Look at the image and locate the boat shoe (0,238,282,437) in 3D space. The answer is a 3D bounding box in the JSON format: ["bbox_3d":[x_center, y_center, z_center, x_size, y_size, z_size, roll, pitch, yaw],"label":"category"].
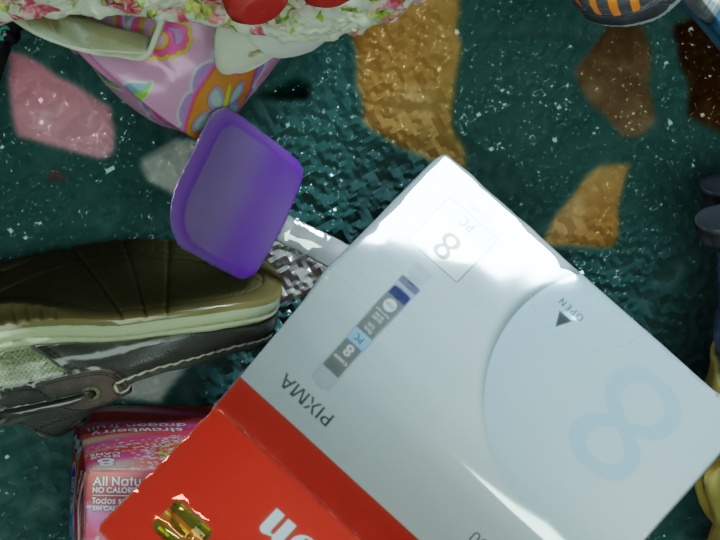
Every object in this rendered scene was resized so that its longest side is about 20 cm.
[{"bbox_3d":[-0.130,0.035,1.158,0.201,0.072,0.066,-8,117,-10],"label":"boat shoe"}]

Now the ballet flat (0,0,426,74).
[{"bbox_3d":[-0.066,-0.107,1.057,0.200,0.076,0.064,9,120,10],"label":"ballet flat"}]

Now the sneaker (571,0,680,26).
[{"bbox_3d":[0.085,-0.198,1.083,0.078,0.112,0.200,-6,78,22],"label":"sneaker"}]

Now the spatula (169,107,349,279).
[{"bbox_3d":[0.000,0.000,1.158,0.200,0.021,0.057,30,83,-33],"label":"spatula"}]

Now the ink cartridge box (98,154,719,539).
[{"bbox_3d":[0.024,0.077,1.095,0.160,0.047,0.200,42,67,5],"label":"ink cartridge box"}]

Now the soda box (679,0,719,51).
[{"bbox_3d":[0.194,-0.089,1.172,0.064,0.068,0.200,-43,105,3],"label":"soda box"}]

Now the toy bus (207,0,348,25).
[{"bbox_3d":[-0.078,-0.169,0.993,0.200,0.136,0.192,-11,62,-14],"label":"toy bus"}]

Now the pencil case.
[{"bbox_3d":[-0.030,-0.144,1.122,0.087,0.087,0.200,40,94,-14],"label":"pencil case"}]

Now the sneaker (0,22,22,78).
[{"bbox_3d":[-0.143,-0.128,1.114,0.079,0.075,0.200,2,103,-11],"label":"sneaker"}]

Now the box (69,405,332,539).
[{"bbox_3d":[-0.019,0.112,1.172,0.200,0.100,0.096,1,103,-8],"label":"box"}]

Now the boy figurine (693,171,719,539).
[{"bbox_3d":[0.169,0.063,1.177,0.064,0.124,0.200,-2,110,11],"label":"boy figurine"}]
